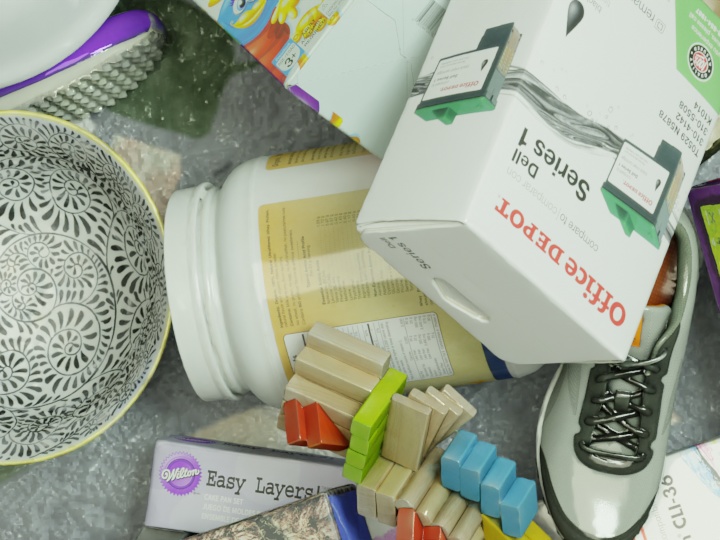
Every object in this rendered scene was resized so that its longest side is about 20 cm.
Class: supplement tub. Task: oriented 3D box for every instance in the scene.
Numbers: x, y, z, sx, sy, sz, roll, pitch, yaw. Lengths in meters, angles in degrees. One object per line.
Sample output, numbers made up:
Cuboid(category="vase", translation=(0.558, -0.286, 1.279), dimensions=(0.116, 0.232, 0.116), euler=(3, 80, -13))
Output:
Cuboid(category="supplement tub", translation=(0.000, 0.000, 1.564), dimensions=(0.199, 0.144, 0.145), euler=(-8, 87, 10))

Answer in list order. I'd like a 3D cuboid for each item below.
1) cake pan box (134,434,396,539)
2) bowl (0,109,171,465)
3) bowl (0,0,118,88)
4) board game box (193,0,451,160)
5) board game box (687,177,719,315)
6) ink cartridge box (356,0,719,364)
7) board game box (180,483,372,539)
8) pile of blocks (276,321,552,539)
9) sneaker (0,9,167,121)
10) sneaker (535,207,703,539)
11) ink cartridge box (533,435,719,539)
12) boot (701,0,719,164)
Cuboid(category="cake pan box", translation=(-0.040, 0.198, 1.613), dimensions=(0.199, 0.052, 0.185), euler=(9, 88, 11))
Cuboid(category="bowl", translation=(-0.194, 0.012, 1.623), dimensions=(0.199, 0.094, 0.202), euler=(0, 88, 10))
Cuboid(category="bowl", translation=(-0.233, -0.210, 1.605), dimensions=(0.200, 0.090, 0.202), euler=(-5, 64, 10))
Cuboid(category="board game box", translation=(-0.019, -0.154, 1.539), dimensions=(0.103, 0.105, 0.200), euler=(-51, 37, 5))
Cuboid(category="board game box", translation=(0.242, 0.044, 1.458), dimensions=(0.032, 0.120, 0.201), euler=(-18, 96, -28))
Cuboid(category="ink cartridge box", translation=(0.101, -0.069, 1.443), dimensions=(0.084, 0.146, 0.201), euler=(-1, 59, 46))
Cuboid(category="board game box", translation=(-0.078, 0.226, 1.545), dimensions=(0.199, 0.097, 0.160), euler=(-20, 85, 9))
Cuboid(category="pile of blocks", translation=(0.034, 0.115, 1.483), dimensions=(0.200, 0.062, 0.082), euler=(40, 137, -4))
Cuboid(category="sneaker", translation=(-0.216, -0.127, 1.645), dimensions=(0.199, 0.070, 0.100), euler=(-24, 79, 7))
Cuboid(category="sneaker", translation=(0.139, 0.055, 1.505), dimensions=(0.074, 0.079, 0.201), euler=(11, 89, 2))
Cuboid(category="ink cartridge box", translation=(0.201, 0.154, 1.562), dimensions=(0.199, 0.067, 0.117), euler=(-20, 85, 9))
Cuboid(category="boot", translation=(0.139, -0.145, 1.589), dimensions=(0.175, 0.066, 0.200), euler=(-34, 82, -2))
